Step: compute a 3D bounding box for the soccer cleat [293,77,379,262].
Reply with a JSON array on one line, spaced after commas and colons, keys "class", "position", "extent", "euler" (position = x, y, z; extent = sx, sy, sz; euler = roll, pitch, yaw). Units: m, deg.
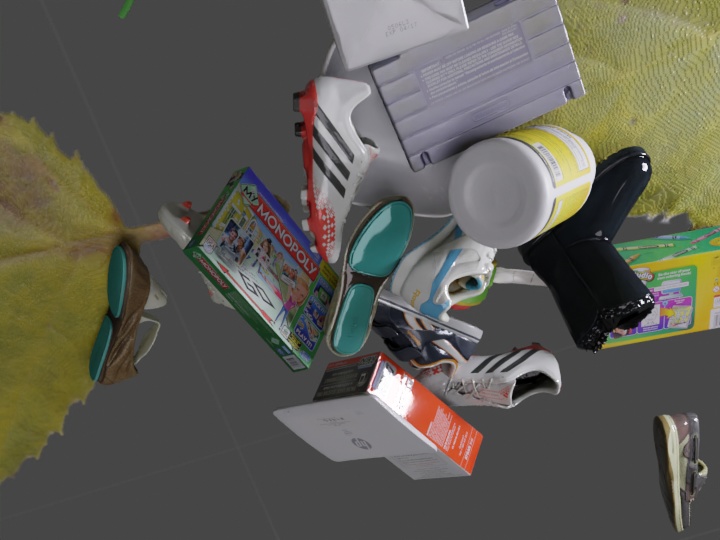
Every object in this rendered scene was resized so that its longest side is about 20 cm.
[{"class": "soccer cleat", "position": [-0.021, -0.101, 0.972], "extent": [0.084, 0.069, 0.201], "euler": [-4, 114, -1]}]

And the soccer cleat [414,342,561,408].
[{"class": "soccer cleat", "position": [0.162, 0.147, 1.213], "extent": [0.198, 0.085, 0.069], "euler": [-10, 120, -2]}]

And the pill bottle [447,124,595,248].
[{"class": "pill bottle", "position": [0.183, -0.097, 1.014], "extent": [0.112, 0.200, 0.113], "euler": [9, 108, 30]}]

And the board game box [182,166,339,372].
[{"class": "board game box", "position": [-0.102, 0.000, 1.071], "extent": [0.029, 0.135, 0.200], "euler": [-15, 126, 38]}]

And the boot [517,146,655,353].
[{"class": "boot", "position": [0.295, -0.022, 1.087], "extent": [0.200, 0.169, 0.076], "euler": [-44, 142, 19]}]

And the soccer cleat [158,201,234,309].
[{"class": "soccer cleat", "position": [-0.165, -0.003, 1.098], "extent": [0.077, 0.069, 0.200], "euler": [-41, 119, 18]}]

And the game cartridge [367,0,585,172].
[{"class": "game cartridge", "position": [0.120, -0.199, 0.966], "extent": [0.199, 0.038, 0.130], "euler": [-24, 114, 5]}]

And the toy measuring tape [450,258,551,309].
[{"class": "toy measuring tape", "position": [0.160, 0.017, 1.151], "extent": [0.198, 0.074, 0.074], "euler": [7, 118, -11]}]

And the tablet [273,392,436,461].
[{"class": "tablet", "position": [-0.010, 0.205, 1.196], "extent": [0.130, 0.014, 0.199], "euler": [43, 144, -26]}]

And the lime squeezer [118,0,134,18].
[{"class": "lime squeezer", "position": [-0.221, -0.347, 0.916], "extent": [0.070, 0.038, 0.201], "euler": [-6, 120, -5]}]

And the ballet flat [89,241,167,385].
[{"class": "ballet flat", "position": [-0.272, 0.053, 1.119], "extent": [0.072, 0.068, 0.201], "euler": [1, 121, -32]}]

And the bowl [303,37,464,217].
[{"class": "bowl", "position": [0.040, -0.171, 1.029], "extent": [0.198, 0.075, 0.201], "euler": [10, 118, -13]}]

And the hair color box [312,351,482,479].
[{"class": "hair color box", "position": [0.050, 0.191, 1.207], "extent": [0.200, 0.064, 0.111], "euler": [41, 145, -26]}]

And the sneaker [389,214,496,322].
[{"class": "sneaker", "position": [0.125, -0.019, 1.079], "extent": [0.200, 0.081, 0.077], "euler": [-42, 156, -24]}]

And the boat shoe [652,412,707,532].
[{"class": "boat shoe", "position": [0.465, 0.290, 1.344], "extent": [0.066, 0.072, 0.202], "euler": [-13, 115, 5]}]

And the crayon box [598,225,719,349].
[{"class": "crayon box", "position": [0.380, 0.022, 1.191], "extent": [0.198, 0.058, 0.120], "euler": [-10, 119, -3]}]

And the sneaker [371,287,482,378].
[{"class": "sneaker", "position": [0.056, 0.073, 1.154], "extent": [0.199, 0.078, 0.080], "euler": [25, 91, -21]}]

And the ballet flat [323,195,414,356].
[{"class": "ballet flat", "position": [0.000, 0.000, 1.060], "extent": [0.067, 0.062, 0.201], "euler": [17, 105, -22]}]

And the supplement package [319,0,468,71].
[{"class": "supplement package", "position": [0.013, -0.291, 0.886], "extent": [0.120, 0.200, 0.120], "euler": [-19, 120, 2]}]
